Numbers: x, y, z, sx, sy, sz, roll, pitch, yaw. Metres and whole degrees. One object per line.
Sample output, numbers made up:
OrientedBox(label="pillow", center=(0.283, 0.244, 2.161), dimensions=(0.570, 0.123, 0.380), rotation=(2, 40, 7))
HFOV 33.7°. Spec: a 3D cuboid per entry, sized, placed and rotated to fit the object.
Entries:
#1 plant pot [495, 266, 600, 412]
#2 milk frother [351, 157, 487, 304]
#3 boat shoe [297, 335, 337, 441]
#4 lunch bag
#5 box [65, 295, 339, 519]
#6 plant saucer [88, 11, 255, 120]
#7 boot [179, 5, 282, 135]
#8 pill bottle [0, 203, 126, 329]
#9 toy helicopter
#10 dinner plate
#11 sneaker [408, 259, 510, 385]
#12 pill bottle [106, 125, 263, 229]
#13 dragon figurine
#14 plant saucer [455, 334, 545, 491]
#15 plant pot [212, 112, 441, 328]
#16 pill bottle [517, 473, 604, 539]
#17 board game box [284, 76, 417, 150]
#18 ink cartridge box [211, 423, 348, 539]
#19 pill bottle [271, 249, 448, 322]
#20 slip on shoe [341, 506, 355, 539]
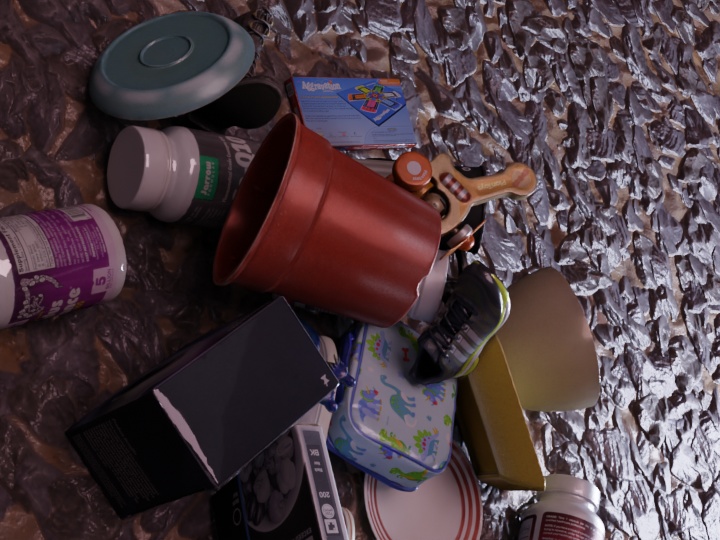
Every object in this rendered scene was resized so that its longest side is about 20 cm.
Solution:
OrientedBox(label="plant pot", center=(0.223, 0.108, 1.620), dimensions=(0.134, 0.200, 0.201), rotation=(-16, 82, -9))
OrientedBox(label="milk frother", center=(0.059, -0.049, 1.573), dimensions=(0.188, 0.181, 0.200), rotation=(5, 99, -2))
OrientedBox(label="boat shoe", center=(-0.075, 0.158, 1.408), dimensions=(0.071, 0.070, 0.201), rotation=(22, 53, -19))
OrientedBox(label="lunch bag", center=(0.036, 0.159, 1.472), dimensions=(0.161, 0.082, 0.200), rotation=(30, 44, -20))
OrientedBox(label="box", center=(-0.166, 0.144, 1.252), dimensions=(0.200, 0.198, 0.123), rotation=(-37, 98, -43))
OrientedBox(label="plant saucer", center=(-0.222, -0.246, 1.377), dimensions=(0.200, 0.200, 0.027), rotation=(-60, 148, -38))
OrientedBox(label="boot", center=(-0.144, -0.251, 1.440), dimensions=(0.069, 0.200, 0.174), rotation=(34, 61, -31))
OrientedBox(label="pill bottle", center=(-0.351, 0.000, 1.214), dimensions=(0.200, 0.112, 0.112), rotation=(-15, 83, -42))
OrientedBox(label="toy helicopter", center=(0.129, -0.084, 1.447), dimensions=(0.200, 0.079, 0.132), rotation=(-14, 74, -19))
OrientedBox(label="dinner plate", center=(0.078, 0.293, 1.514), dimensions=(0.200, 0.024, 0.200), rotation=(16, 64, -35))
OrientedBox(label="sneaker", center=(0.115, 0.071, 1.406), dimensions=(0.081, 0.200, 0.074), rotation=(-28, 58, -37))
OrientedBox(label="pill bottle", center=(-0.186, -0.108, 1.395), dimensions=(0.200, 0.113, 0.113), rotation=(6, 69, -38))
OrientedBox(label="dragon figurine", center=(-0.079, 0.095, 1.360), dimensions=(0.059, 0.099, 0.200), rotation=(-30, 60, -26))
OrientedBox(label="plant saucer", center=(0.165, 0.196, 1.541), dimensions=(0.048, 0.200, 0.200), rotation=(-16, 82, -9))
OrientedBox(label="plant pot", center=(-0.031, -0.039, 1.294), dimensions=(0.195, 0.201, 0.201), rotation=(24, 58, -17))
OrientedBox(label="pill bottle", center=(0.262, 0.379, 1.573), dimensions=(0.113, 0.113, 0.200), rotation=(34, 54, -25))
OrientedBox(label="board game box", center=(-0.010, -0.218, 1.651), dimensions=(0.200, 0.019, 0.103), rotation=(-7, 78, -41))
OrientedBox(label="ink cartridge box", center=(-0.081, 0.290, 1.234), dimensions=(0.043, 0.198, 0.200), rotation=(5, 56, -36))
OrientedBox(label="pill bottle", center=(0.000, 0.000, 1.450), dimensions=(0.200, 0.120, 0.120), rotation=(13, 61, -3))
OrientedBox(label="slip on shoe", center=(-0.063, 0.350, 1.344), dimensions=(0.061, 0.074, 0.200), rotation=(40, 56, -17))
